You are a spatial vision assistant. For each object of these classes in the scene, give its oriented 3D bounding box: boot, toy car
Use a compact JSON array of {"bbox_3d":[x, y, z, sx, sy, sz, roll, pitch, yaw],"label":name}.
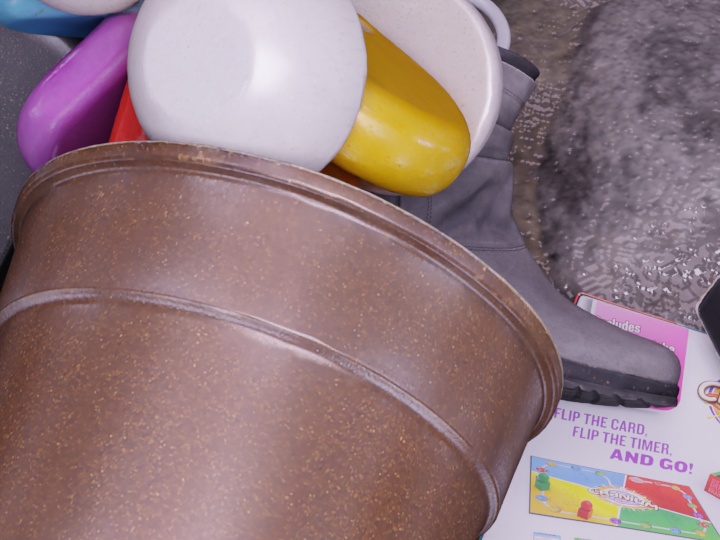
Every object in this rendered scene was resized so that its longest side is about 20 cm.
[{"bbox_3d":[0.052,-0.027,0.735,0.199,0.070,0.132,20,81,-6],"label":"boot"},{"bbox_3d":[-0.058,-0.075,0.654,0.200,0.175,0.150,49,112,18],"label":"toy car"}]

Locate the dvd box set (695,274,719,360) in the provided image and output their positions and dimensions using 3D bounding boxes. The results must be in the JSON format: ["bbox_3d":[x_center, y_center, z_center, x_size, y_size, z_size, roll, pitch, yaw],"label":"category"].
[{"bbox_3d":[0.257,0.053,0.758,0.199,0.029,0.147,-7,58,-23],"label":"dvd box set"}]

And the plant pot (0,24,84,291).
[{"bbox_3d":[-0.191,-0.080,0.802,0.177,0.200,0.200,31,102,6],"label":"plant pot"}]

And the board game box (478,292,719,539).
[{"bbox_3d":[0.130,0.113,0.741,0.152,0.040,0.200,18,51,13],"label":"board game box"}]

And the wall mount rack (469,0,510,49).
[{"bbox_3d":[-0.028,-0.080,0.896,0.200,0.075,0.174,-34,62,-21],"label":"wall mount rack"}]

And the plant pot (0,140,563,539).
[{"bbox_3d":[-0.056,0.096,0.581,0.199,0.201,0.199,14,61,13],"label":"plant pot"}]
